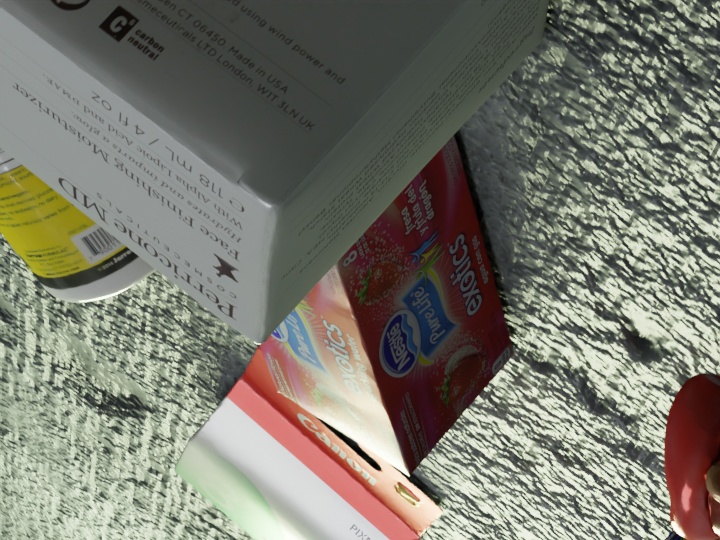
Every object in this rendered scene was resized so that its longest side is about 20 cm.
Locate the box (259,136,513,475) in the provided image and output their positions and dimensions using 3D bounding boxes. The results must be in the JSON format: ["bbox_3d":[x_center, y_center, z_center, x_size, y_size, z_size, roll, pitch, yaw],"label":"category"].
[{"bbox_3d":[0.000,0.000,1.503,0.100,0.096,0.200,30,156,30],"label":"box"}]

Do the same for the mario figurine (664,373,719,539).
[{"bbox_3d":[0.226,0.109,1.345,0.200,0.106,0.124,42,148,25],"label":"mario figurine"}]

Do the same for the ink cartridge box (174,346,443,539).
[{"bbox_3d":[-0.036,0.143,1.914,0.161,0.050,0.200,41,161,4],"label":"ink cartridge box"}]

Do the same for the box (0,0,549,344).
[{"bbox_3d":[-0.052,-0.117,1.223,0.199,0.200,0.131,36,158,14],"label":"box"}]

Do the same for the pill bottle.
[{"bbox_3d":[-0.181,-0.088,1.630,0.112,0.112,0.200,12,143,53],"label":"pill bottle"}]

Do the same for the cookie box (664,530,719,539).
[{"bbox_3d":[0.227,0.224,1.565,0.200,0.075,0.171,39,157,7],"label":"cookie box"}]
